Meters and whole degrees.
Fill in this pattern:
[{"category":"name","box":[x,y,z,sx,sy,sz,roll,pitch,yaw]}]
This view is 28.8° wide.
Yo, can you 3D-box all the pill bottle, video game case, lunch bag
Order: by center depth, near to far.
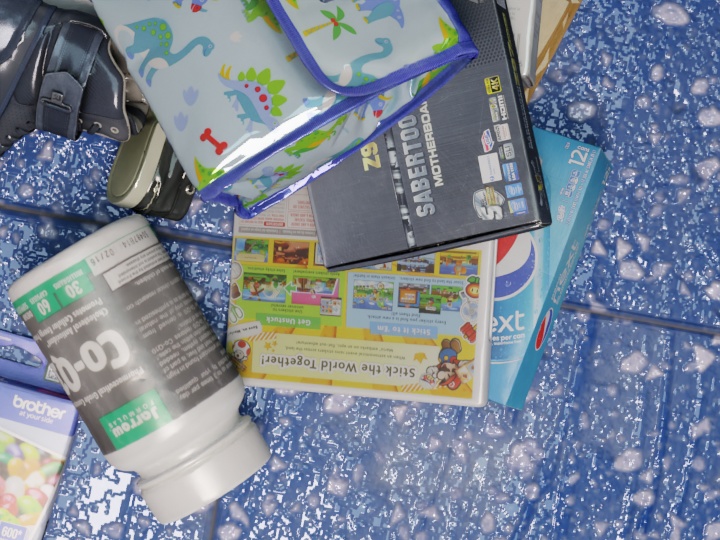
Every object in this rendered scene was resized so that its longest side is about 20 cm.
[{"category":"lunch bag","box":[-0.047,-0.157,0.909,0.200,0.127,0.170,-31,80,7]},{"category":"pill bottle","box":[-0.153,0.070,0.998,0.113,0.113,0.200,-31,93,-5]},{"category":"video game case","box":[0.000,0.000,1.021,0.200,0.023,0.182,4,90,18]}]

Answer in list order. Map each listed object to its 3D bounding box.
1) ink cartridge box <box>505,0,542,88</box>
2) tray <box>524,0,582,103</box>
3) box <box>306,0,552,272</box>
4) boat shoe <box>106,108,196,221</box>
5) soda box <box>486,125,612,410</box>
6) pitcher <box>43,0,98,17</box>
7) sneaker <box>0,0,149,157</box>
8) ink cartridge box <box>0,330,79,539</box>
[{"category":"ink cartridge box","box":[0.034,-0.227,1.020,0.200,0.044,0.174,5,88,15]},{"category":"tray","box":[0.078,-0.141,1.061,0.099,0.037,0.200,28,87,-6]},{"category":"box","box":[0.034,-0.110,0.970,0.157,0.051,0.200,-11,88,18]},{"category":"boat shoe","box":[-0.116,-0.128,1.027,0.066,0.074,0.200,27,77,-33]},{"category":"soda box","box":[0.120,-0.001,1.041,0.064,0.068,0.200,19,88,19]},{"category":"pitcher","box":[-0.197,-0.208,1.001,0.200,0.121,0.172,-21,113,5]},{"category":"sneaker","box":[-0.229,-0.096,0.978,0.146,0.077,0.202,17,124,-11]},{"category":"ink cartridge box","box":[-0.278,0.144,1.024,0.119,0.042,0.200,17,87,-6]}]
